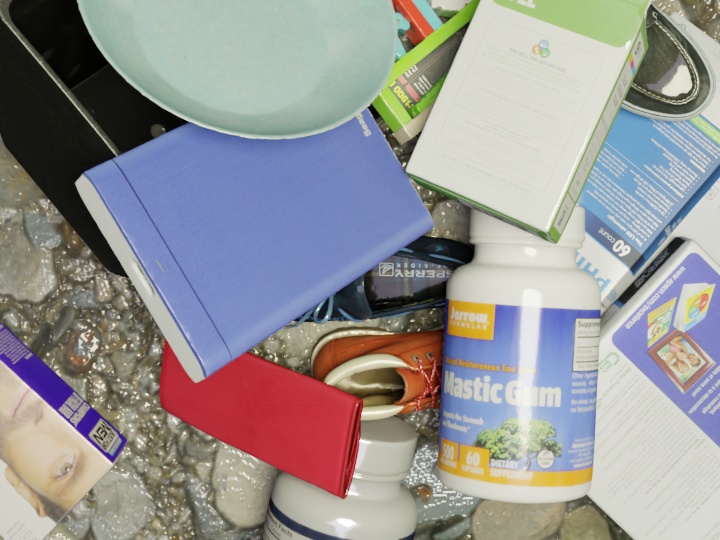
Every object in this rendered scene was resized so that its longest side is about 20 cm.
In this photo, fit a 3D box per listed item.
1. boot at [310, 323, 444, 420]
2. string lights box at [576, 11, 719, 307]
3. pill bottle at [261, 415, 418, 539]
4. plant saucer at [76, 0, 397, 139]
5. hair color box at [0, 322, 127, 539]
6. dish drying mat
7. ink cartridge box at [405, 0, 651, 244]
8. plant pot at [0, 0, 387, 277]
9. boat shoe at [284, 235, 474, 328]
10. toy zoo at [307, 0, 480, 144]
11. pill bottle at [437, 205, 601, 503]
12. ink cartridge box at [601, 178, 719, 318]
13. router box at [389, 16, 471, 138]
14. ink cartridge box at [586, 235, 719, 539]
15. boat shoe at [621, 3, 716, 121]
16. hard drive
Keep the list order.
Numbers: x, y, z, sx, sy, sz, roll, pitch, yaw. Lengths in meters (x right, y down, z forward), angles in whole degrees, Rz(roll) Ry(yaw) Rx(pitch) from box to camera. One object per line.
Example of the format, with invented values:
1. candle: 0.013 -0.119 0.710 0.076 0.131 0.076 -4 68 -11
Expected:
1. boot: 0.060 0.082 0.862 0.198 0.107 0.076 -5 98 -1
2. string lights box: 0.213 -0.082 0.843 0.103 0.059 0.200 42 97 17
3. pill bottle: -0.019 0.214 0.875 0.118 0.120 0.202 13 99 -3
4. plant saucer: -0.075 -0.155 0.679 0.199 0.039 0.203 9 59 -16
5. hair color box: -0.298 0.116 0.885 0.200 0.065 0.109 44 96 -8
6. dish drying mat: -0.080 0.103 0.849 0.199 0.018 0.078 17 102 35
7. ink cartridge box: 0.120 -0.131 0.720 0.103 0.059 0.202 25 92 19
8. plant pot: -0.139 -0.109 0.771 0.201 0.177 0.200 51 54 -9
9. boat shoe: 0.000 0.000 0.865 0.198 0.069 0.085 -10 99 1
10. toy zoo: 0.017 -0.206 0.766 0.131 0.020 0.201 -41 98 -21
11. pill bottle: 0.113 0.054 0.787 0.111 0.112 0.203 2 91 -1
12. ink cartridge box: 0.255 0.016 0.887 0.099 0.039 0.200 40 95 -7
13. router box: 0.077 -0.178 0.840 0.150 0.062 0.200 -40 97 3
14. ink cartridge box: 0.252 0.113 0.861 0.200 0.047 0.198 43 94 -8
15. boat shoe: 0.167 -0.172 0.773 0.199 0.071 0.072 35 99 -4
16. hard drive: -0.056 -0.039 0.677 0.199 0.025 0.133 -33 93 -37
